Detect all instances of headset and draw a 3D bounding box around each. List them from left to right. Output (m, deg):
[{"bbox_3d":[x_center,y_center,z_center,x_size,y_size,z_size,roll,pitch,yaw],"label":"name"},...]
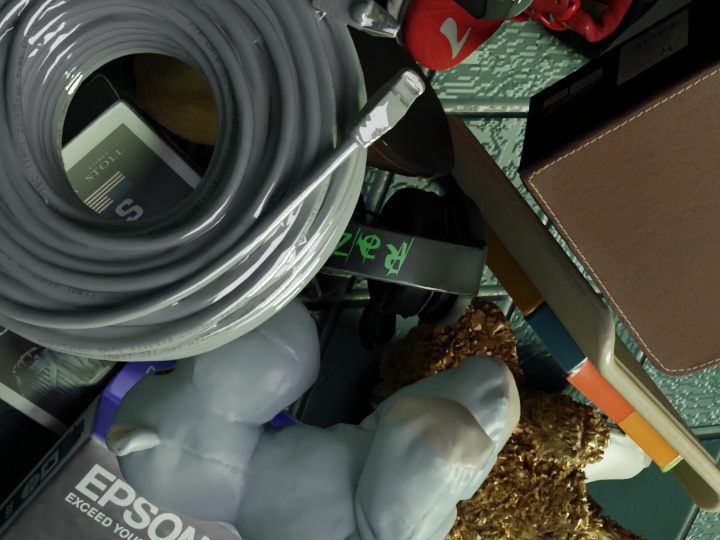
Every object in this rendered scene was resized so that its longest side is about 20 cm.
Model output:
[{"bbox_3d":[0.000,0.000,1.074,0.200,0.123,0.094,-16,118,-82],"label":"headset"}]

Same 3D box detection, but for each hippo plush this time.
[{"bbox_3d":[-0.035,0.093,1.057,0.200,0.161,0.159,-56,172,8],"label":"hippo plush"}]

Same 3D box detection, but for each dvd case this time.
[{"bbox_3d":[-0.131,0.002,1.054,0.150,0.025,0.200,-41,149,2],"label":"dvd case"}]

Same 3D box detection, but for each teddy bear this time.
[{"bbox_3d":[0.081,0.114,1.154,0.067,0.145,0.200,-36,113,-31],"label":"teddy bear"}]

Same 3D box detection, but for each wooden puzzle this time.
[{"bbox_3d":[0.112,0.028,1.156,0.037,0.185,0.200,-36,140,3],"label":"wooden puzzle"}]

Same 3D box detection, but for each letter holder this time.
[{"bbox_3d":[0.198,-0.059,1.035,0.200,0.101,0.142,-30,108,20],"label":"letter holder"}]

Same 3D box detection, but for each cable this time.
[{"bbox_3d":[-0.096,-0.062,0.926,0.200,0.200,0.069,-55,171,0],"label":"cable"}]

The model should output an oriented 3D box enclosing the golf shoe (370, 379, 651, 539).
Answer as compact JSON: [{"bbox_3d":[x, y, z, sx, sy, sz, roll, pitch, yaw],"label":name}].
[{"bbox_3d":[0.085,0.118,1.279,0.200,0.078,0.097,10,90,-33],"label":"golf shoe"}]

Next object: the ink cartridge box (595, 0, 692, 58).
[{"bbox_3d":[0.234,-0.098,1.175,0.148,0.086,0.200,-44,150,23],"label":"ink cartridge box"}]

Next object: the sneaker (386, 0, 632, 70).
[{"bbox_3d":[0.083,-0.138,1.020,0.077,0.085,0.200,-21,168,-38],"label":"sneaker"}]

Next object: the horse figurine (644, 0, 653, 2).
[{"bbox_3d":[0.208,-0.200,1.126,0.200,0.050,0.133,-4,136,-38],"label":"horse figurine"}]

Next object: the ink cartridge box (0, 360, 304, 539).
[{"bbox_3d":[-0.092,0.157,1.137,0.198,0.043,0.200,36,104,-24],"label":"ink cartridge box"}]

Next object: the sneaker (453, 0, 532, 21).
[{"bbox_3d":[-0.011,-0.167,0.925,0.200,0.073,0.082,42,79,-15],"label":"sneaker"}]

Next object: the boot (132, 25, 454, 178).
[{"bbox_3d":[-0.029,-0.084,1.059,0.075,0.074,0.200,-27,150,30],"label":"boot"}]
